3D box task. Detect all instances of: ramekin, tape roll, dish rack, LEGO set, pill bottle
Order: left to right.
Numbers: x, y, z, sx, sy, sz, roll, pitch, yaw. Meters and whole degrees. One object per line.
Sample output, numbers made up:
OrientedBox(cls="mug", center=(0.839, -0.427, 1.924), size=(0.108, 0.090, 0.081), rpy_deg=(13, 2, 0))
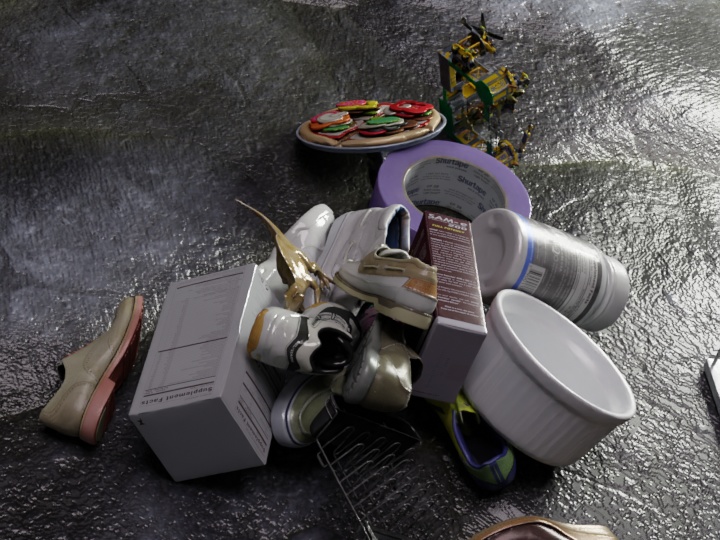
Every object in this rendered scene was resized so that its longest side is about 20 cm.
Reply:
OrientedBox(cls="dish rack", center=(0.033, 0.229, 1.583), size=(0.153, 0.055, 0.200), rpy_deg=(25, 28, -48))
OrientedBox(cls="tape roll", center=(0.110, -0.069, 1.944), size=(0.199, 0.085, 0.200), rpy_deg=(9, 44, -9))
OrientedBox(cls="LEGO set", center=(0.186, -0.239, 2.069), size=(0.116, 0.200, 0.154), rpy_deg=(-31, 45, -19))
OrientedBox(cls="ramekin", center=(0.200, 0.124, 1.711), size=(0.200, 0.098, 0.201), rpy_deg=(35, 21, -15))
OrientedBox(cls="pill bottle", center=(0.222, 0.005, 1.840), size=(0.200, 0.114, 0.114), rpy_deg=(18, 36, -36))

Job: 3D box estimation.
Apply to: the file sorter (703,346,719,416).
OrientedBox(cls="file sorter", center=(0.540, 0.133, 1.837), size=(0.199, 0.125, 0.139), rpy_deg=(5, 44, -12))

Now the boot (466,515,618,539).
OrientedBox(cls="boot", center=(0.210, 0.333, 1.562), size=(0.199, 0.073, 0.167), rpy_deg=(0, 42, -23))

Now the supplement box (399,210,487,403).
OrientedBox(cls="supplement box", center=(0.087, 0.038, 1.706), size=(0.061, 0.109, 0.200), rpy_deg=(13, 37, -13))

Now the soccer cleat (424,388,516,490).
OrientedBox(cls="soccer cleat", center=(0.114, 0.152, 1.703), size=(0.065, 0.084, 0.200), rpy_deg=(-28, 57, -2))

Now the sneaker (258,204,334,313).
OrientedBox(cls="sneaker", center=(-0.072, 0.005, 1.833), size=(0.088, 0.075, 0.200), rpy_deg=(35, 52, 3))

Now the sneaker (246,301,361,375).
OrientedBox(cls="sneaker", center=(-0.039, 0.082, 1.632), size=(0.087, 0.076, 0.200), rpy_deg=(21, 12, 24))

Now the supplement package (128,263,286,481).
OrientedBox(cls="supplement package", center=(-0.154, 0.108, 1.632), size=(0.113, 0.110, 0.200), rpy_deg=(-13, 39, 21))

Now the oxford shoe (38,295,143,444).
OrientedBox(cls="oxford shoe", center=(-0.287, 0.095, 1.662), size=(0.074, 0.071, 0.200), rpy_deg=(15, 42, 2))

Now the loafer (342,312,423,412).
OrientedBox(cls="loafer", center=(0.027, 0.105, 1.616), size=(0.069, 0.075, 0.200), rpy_deg=(28, 19, -3))

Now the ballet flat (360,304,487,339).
OrientedBox(cls="ballet flat", center=(0.098, 0.083, 1.804), size=(0.199, 0.069, 0.071), rpy_deg=(5, 62, -7))

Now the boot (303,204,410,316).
OrientedBox(cls="boot", center=(0.000, 0.000, 1.801), size=(0.074, 0.095, 0.201), rpy_deg=(46, 43, -35))

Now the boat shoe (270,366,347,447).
OrientedBox(cls="boat shoe", center=(-0.023, 0.136, 1.666), size=(0.062, 0.072, 0.200), rpy_deg=(-5, 14, 34))

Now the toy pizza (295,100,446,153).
OrientedBox(cls="toy pizza", center=(0.013, -0.197, 2.023), size=(0.199, 0.032, 0.200), rpy_deg=(-4, 21, 2))

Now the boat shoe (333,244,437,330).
OrientedBox(cls="boat shoe", center=(0.034, 0.010, 1.675), size=(0.075, 0.069, 0.200), rpy_deg=(19, 3, -27))

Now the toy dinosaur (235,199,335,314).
OrientedBox(cls="toy dinosaur", center=(-0.077, -0.009, 1.732), size=(0.058, 0.101, 0.200), rpy_deg=(-29, 44, 4))
